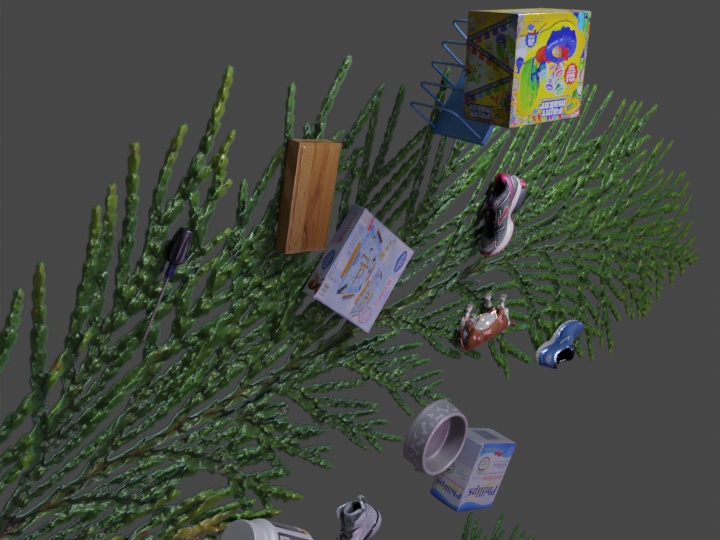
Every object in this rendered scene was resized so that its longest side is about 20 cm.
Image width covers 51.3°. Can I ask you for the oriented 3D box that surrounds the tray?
[{"bbox_3d":[-0.094,-0.133,1.347,0.098,0.037,0.201,-9,116,-44],"label":"tray"}]

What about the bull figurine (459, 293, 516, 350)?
[{"bbox_3d":[0.322,0.126,1.891,0.200,0.065,0.122,-31,125,-35],"label":"bull figurine"}]

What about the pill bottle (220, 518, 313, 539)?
[{"bbox_3d":[-0.190,0.575,1.539,0.200,0.116,0.117,37,81,-48],"label":"pill bottle"}]

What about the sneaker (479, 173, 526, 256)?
[{"bbox_3d":[0.316,-0.130,1.755,0.074,0.081,0.201,20,86,-35],"label":"sneaker"}]

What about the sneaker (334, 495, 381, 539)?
[{"bbox_3d":[-0.035,0.622,1.759,0.200,0.075,0.115,-48,136,-25],"label":"sneaker"}]

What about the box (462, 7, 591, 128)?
[{"bbox_3d":[0.303,-0.376,1.375,0.199,0.122,0.193,-16,118,-34],"label":"box"}]

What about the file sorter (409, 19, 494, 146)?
[{"bbox_3d":[0.208,-0.372,1.470,0.123,0.139,0.201,30,87,-45],"label":"file sorter"}]

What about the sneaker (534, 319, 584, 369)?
[{"bbox_3d":[0.606,0.226,2.217,0.200,0.089,0.079,-41,135,-25],"label":"sneaker"}]

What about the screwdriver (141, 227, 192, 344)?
[{"bbox_3d":[-0.317,0.024,1.204,0.028,0.029,0.201,19,98,-49],"label":"screwdriver"}]

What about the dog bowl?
[{"bbox_3d":[0.198,0.432,1.917,0.200,0.059,0.201,-23,125,-37],"label":"dog bowl"}]

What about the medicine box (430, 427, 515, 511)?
[{"bbox_3d":[0.309,0.541,2.054,0.182,0.103,0.201,14,98,-49],"label":"medicine box"}]

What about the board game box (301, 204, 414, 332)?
[{"bbox_3d":[0.000,0.000,1.507,0.199,0.041,0.200,38,80,-48],"label":"board game box"}]
